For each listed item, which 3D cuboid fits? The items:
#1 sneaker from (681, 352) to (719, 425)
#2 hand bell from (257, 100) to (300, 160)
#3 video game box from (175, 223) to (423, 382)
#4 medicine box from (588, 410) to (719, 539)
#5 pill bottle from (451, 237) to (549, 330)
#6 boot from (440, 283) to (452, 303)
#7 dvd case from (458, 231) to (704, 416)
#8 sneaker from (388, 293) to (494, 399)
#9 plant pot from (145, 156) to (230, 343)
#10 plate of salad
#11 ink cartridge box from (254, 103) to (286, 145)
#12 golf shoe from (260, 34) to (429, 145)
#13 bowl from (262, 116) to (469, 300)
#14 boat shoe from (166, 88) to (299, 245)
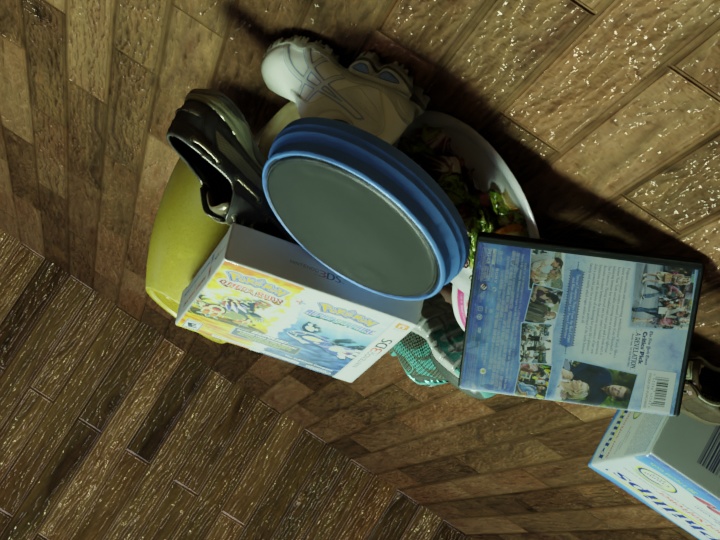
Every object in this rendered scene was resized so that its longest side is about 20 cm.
[{"bbox_3d":[0.296,0.096,1.548,0.198,0.071,0.076,14,154,-13],"label":"sneaker"},{"bbox_3d":[0.003,-0.072,1.476,0.200,0.104,0.104,40,172,31],"label":"hand bell"},{"bbox_3d":[-0.062,0.036,1.539,0.198,0.047,0.182,19,151,-14],"label":"video game box"},{"bbox_3d":[0.374,0.214,1.737,0.181,0.103,0.200,33,165,-3],"label":"medicine box"},{"bbox_3d":[0.191,0.033,1.497,0.199,0.114,0.113,17,160,47],"label":"pill bottle"},{"bbox_3d":[0.114,0.033,1.796,0.199,0.065,0.186,8,155,49],"label":"boot"},{"bbox_3d":[0.191,0.047,1.384,0.198,0.144,0.018,7,-163,3],"label":"dvd case"},{"bbox_3d":[0.085,0.087,1.634,0.200,0.077,0.092,44,142,50],"label":"sneaker"},{"bbox_3d":[-0.147,-0.009,1.680,0.199,0.143,0.200,32,167,8],"label":"plant pot"},{"bbox_3d":[0.088,-0.049,1.444,0.200,0.048,0.201,41,148,32],"label":"plate of salad"},{"bbox_3d":[-0.034,-0.075,1.682,0.199,0.088,0.145,36,166,-8],"label":"ink cartridge box"},{"bbox_3d":[-0.036,-0.149,1.414,0.199,0.098,0.078,19,162,48],"label":"golf shoe"},{"bbox_3d":[0.000,-0.049,1.382,0.199,0.039,0.201,28,153,15],"label":"bowl"},{"bbox_3d":[-0.117,-0.075,1.483,0.074,0.073,0.201,0,131,55],"label":"boat shoe"}]
